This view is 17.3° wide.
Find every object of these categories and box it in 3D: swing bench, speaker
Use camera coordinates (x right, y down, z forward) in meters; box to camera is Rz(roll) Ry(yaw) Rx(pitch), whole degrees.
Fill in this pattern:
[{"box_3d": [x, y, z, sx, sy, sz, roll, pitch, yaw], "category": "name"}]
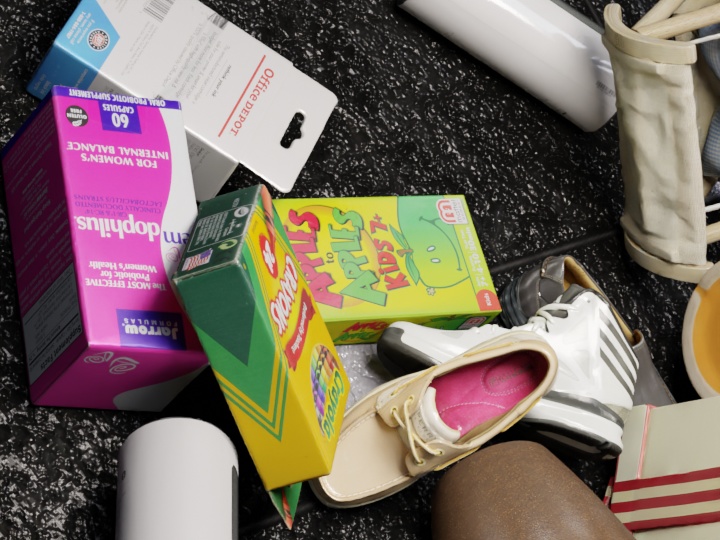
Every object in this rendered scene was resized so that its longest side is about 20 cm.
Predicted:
[{"box_3d": [0.276, -0.125, 1.899, 0.200, 0.130, 0.199, -29, 122, -38], "category": "swing bench"}, {"box_3d": [-0.118, 0.193, 1.508, 0.081, 0.081, 0.200, 21, 38, -21], "category": "speaker"}, {"box_3d": [0.130, -0.198, 1.941, 0.200, 0.081, 0.081, 32, 50, -12], "category": "speaker"}]

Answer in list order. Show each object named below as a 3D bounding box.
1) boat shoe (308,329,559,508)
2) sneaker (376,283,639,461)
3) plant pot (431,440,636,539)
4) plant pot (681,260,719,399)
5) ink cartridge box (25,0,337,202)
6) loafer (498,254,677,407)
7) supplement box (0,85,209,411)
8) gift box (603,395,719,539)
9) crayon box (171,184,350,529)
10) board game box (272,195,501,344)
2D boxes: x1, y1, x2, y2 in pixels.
[{"box_3d": [0.051, 0.102, 1.660, 0.200, 0.069, 0.074, -32, 89, -4], "category": "boat shoe"}, {"box_3d": [0.115, 0.056, 1.759, 0.200, 0.076, 0.116, 23, 68, -10], "category": "sneaker"}, {"box_3d": [0.126, 0.226, 1.639, 0.186, 0.187, 0.200, 2, 47, -31], "category": "plant pot"}, {"box_3d": [0.358, 0.056, 1.838, 0.183, 0.200, 0.201, 8, 59, -37], "category": "plant pot"}, {"box_3d": [-0.130, -0.131, 1.739, 0.200, 0.068, 0.116, 33, 50, -8], "category": "ink cartridge box"}, {"box_3d": [0.194, 0.074, 1.822, 0.200, 0.072, 0.073, 46, 48, -2], "category": "loafer"}, {"box_3d": [-0.174, -0.014, 1.624, 0.101, 0.103, 0.201, 5, 63, -31], "category": "supplement box"}, {"box_3d": [0.276, 0.202, 1.731, 0.184, 0.187, 0.201, 22, 73, -22], "category": "gift box"}, {"box_3d": [-0.058, 0.058, 1.600, 0.127, 0.051, 0.200, -78, 149, -63], "category": "crayon box"}, {"box_3d": [0.000, 0.000, 1.760, 0.200, 0.048, 0.102, -2, 65, -33], "category": "board game box"}]
